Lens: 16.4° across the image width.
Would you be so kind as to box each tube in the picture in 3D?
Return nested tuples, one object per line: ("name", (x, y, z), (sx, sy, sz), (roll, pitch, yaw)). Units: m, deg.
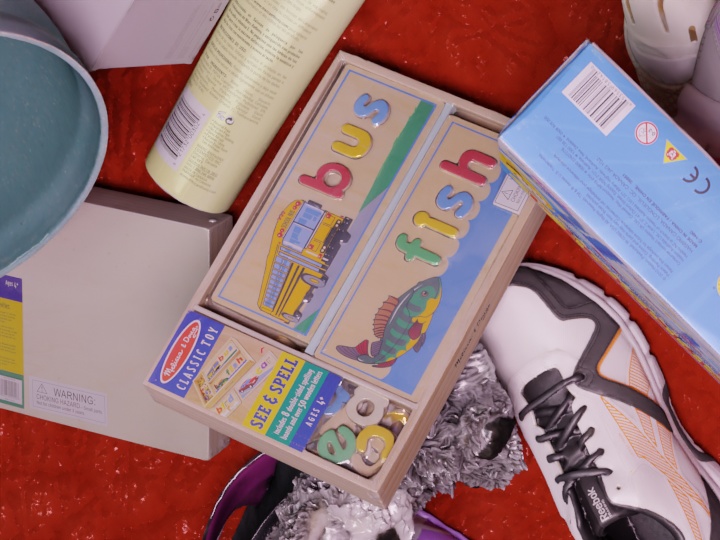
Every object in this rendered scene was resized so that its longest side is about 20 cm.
("tube", (-0.040, -0.121, 1.246), (0.058, 0.052, 0.200), (21, 115, -22))

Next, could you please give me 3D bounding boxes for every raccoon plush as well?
("raccoon plush", (-0.011, 0.063, 1.230), (0.097, 0.134, 0.200), (89, 156, -62))

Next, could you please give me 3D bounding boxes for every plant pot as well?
("plant pot", (-0.237, -0.089, 1.191), (0.200, 0.200, 0.134), (-49, 53, 30))

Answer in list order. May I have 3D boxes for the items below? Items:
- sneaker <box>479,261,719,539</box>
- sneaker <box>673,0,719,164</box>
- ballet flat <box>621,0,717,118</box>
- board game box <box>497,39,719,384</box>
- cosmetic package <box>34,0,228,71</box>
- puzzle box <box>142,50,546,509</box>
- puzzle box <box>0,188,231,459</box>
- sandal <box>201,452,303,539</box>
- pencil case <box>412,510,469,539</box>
("sneaker", (0.116, 0.081, 1.202), (0.200, 0.080, 0.074), (51, 123, 8))
("sneaker", (0.234, -0.084, 1.074), (0.199, 0.081, 0.089), (6, 98, 7))
("ballet flat", (0.142, -0.148, 1.125), (0.067, 0.062, 0.201), (17, 112, 43))
("board game box", (0.147, -0.002, 1.079), (0.200, 0.196, 0.056), (45, 92, 4))
("cosmetic package", (-0.160, -0.184, 1.250), (0.200, 0.082, 0.051), (46, 120, 20))
("puzzle box", (0.000, 0.000, 1.197), (0.133, 0.025, 0.200), (22, 72, 21))
("puzzle box", (-0.161, 0.017, 1.351), (0.199, 0.025, 0.134), (13, 114, 25))
("sandal", (-0.052, 0.129, 1.309), (0.075, 0.048, 0.201), (48, 124, 55))
("pencil case", (0.000, 0.217, 1.303), (0.084, 0.085, 0.201), (31, 118, 19))
